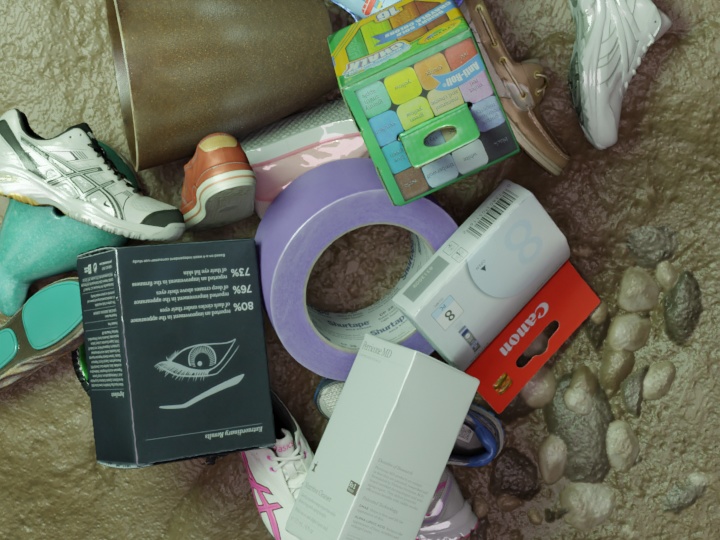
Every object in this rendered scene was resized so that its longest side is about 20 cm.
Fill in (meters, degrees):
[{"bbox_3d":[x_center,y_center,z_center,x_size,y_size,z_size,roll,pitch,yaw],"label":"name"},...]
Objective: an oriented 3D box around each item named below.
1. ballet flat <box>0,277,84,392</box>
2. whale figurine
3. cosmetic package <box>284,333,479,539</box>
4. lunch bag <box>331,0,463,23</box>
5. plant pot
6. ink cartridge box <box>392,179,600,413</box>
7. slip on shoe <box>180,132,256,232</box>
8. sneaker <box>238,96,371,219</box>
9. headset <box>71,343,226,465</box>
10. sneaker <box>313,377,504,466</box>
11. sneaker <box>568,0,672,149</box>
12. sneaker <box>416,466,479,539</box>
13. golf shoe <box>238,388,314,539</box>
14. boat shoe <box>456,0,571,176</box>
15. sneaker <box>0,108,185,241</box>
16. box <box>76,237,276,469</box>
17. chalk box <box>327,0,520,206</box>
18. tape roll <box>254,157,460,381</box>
[{"bbox_3d":[-0.317,0.065,1.440,0.199,0.067,0.069,-28,67,25],"label":"ballet flat"},{"bbox_3d":[-0.306,-0.040,1.421,0.200,0.104,0.159,-41,95,8],"label":"whale figurine"},{"bbox_3d":[0.019,0.169,1.334,0.081,0.113,0.201,23,84,-26],"label":"cosmetic package"},{"bbox_3d":[0.042,-0.314,1.373,0.150,0.094,0.201,31,104,13],"label":"lunch bag"},{"bbox_3d":[-0.129,-0.201,1.371,0.198,0.187,0.189,-9,98,-12],"label":"plant pot"},{"bbox_3d":[0.144,0.035,1.389,0.160,0.047,0.200,-47,125,-5],"label":"ink cartridge box"},{"bbox_3d":[-0.138,-0.079,1.372,0.073,0.200,0.062,-14,80,-14],"label":"slip on shoe"},{"bbox_3d":[-0.023,-0.106,1.425,0.199,0.075,0.105,-19,115,-6],"label":"sneaker"},{"bbox_3d":[-0.203,0.110,1.468,0.123,0.094,0.200,-40,80,11],"label":"headset"},{"bbox_3d":[0.050,0.147,1.447,0.198,0.085,0.078,14,98,0],"label":"sneaker"},{"bbox_3d":[0.252,-0.217,1.398,0.098,0.078,0.202,-1,99,-2],"label":"sneaker"},{"bbox_3d":[0.015,0.244,1.470,0.198,0.081,0.089,-16,94,-3],"label":"sneaker"},{"bbox_3d":[-0.076,0.198,1.414,0.072,0.092,0.201,-26,68,-14],"label":"golf shoe"},{"bbox_3d":[0.147,-0.183,1.404,0.066,0.074,0.200,-37,96,11],"label":"boat shoe"},{"bbox_3d":[-0.249,-0.088,1.326,0.198,0.076,0.088,19,89,-5],"label":"sneaker"},{"bbox_3d":[-0.173,0.076,1.356,0.147,0.104,0.202,-4,88,-31],"label":"box"},{"bbox_3d":[0.055,-0.149,1.267,0.124,0.200,0.125,-24,115,4],"label":"chalk box"},{"bbox_3d":[0.000,0.000,1.391,0.198,0.085,0.202,-7,117,-14],"label":"tape roll"}]
